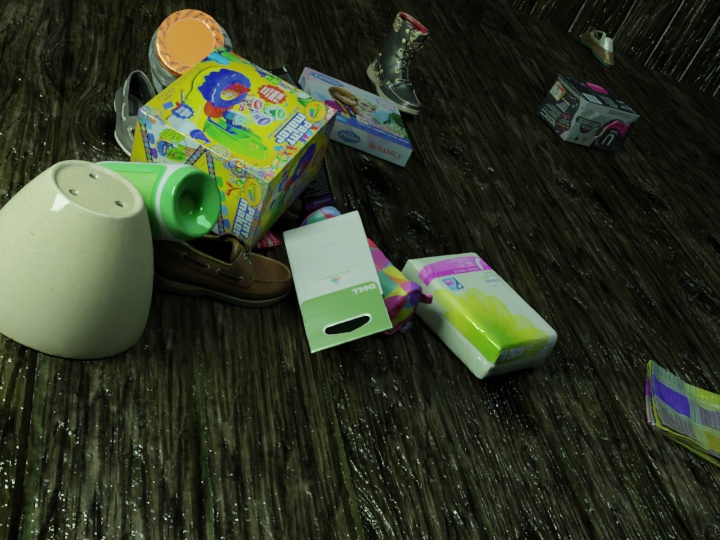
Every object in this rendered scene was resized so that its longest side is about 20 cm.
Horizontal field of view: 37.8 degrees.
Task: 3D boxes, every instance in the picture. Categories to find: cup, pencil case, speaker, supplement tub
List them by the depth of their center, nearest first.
[{"bbox_3d":[-0.298,-0.028,1.103,0.198,0.144,0.201,22,27,-12],"label":"cup"},{"bbox_3d":[-0.251,-0.081,1.212,0.198,0.090,0.088,7,8,41],"label":"speaker"},{"bbox_3d":[0.000,0.000,1.410,0.200,0.089,0.088,43,30,25],"label":"pencil case"},{"bbox_3d":[-0.246,-0.297,1.541,0.121,0.124,0.200,27,-13,-3],"label":"supplement tub"}]

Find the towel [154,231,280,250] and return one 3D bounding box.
[{"bbox_3d":[-0.215,-0.075,1.398,0.198,0.023,0.145,-3,42,-47],"label":"towel"}]

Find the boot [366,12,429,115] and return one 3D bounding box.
[{"bbox_3d":[0.090,-0.422,2.146,0.072,0.152,0.201,11,31,-30],"label":"boot"}]

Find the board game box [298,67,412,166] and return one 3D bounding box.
[{"bbox_3d":[-0.013,-0.284,1.932,0.197,0.041,0.201,19,29,-20],"label":"board game box"}]

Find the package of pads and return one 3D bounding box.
[{"bbox_3d":[0.165,0.060,1.482,0.153,0.069,0.200,-5,43,-46],"label":"package of pads"}]

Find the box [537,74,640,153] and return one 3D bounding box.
[{"bbox_3d":[0.555,-0.377,2.560,0.198,0.116,0.133,5,36,-37],"label":"box"}]

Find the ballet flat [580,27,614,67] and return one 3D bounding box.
[{"bbox_3d":[0.792,-0.746,3.470,0.067,0.073,0.201,15,30,-26],"label":"ballet flat"}]

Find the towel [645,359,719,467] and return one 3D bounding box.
[{"bbox_3d":[0.495,0.215,1.583,0.142,0.023,0.200,29,27,0],"label":"towel"}]

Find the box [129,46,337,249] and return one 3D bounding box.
[{"bbox_3d":[-0.165,-0.162,1.374,0.191,0.123,0.201,29,42,7],"label":"box"}]

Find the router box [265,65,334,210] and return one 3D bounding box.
[{"bbox_3d":[-0.096,-0.201,1.566,0.050,0.151,0.201,-16,32,-7],"label":"router box"}]

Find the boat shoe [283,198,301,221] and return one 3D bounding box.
[{"bbox_3d":[-0.150,-0.153,1.511,0.200,0.068,0.072,41,6,21],"label":"boat shoe"}]

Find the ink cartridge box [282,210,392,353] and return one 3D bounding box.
[{"bbox_3d":[-0.026,0.026,1.296,0.102,0.060,0.202,-15,48,-2],"label":"ink cartridge box"}]

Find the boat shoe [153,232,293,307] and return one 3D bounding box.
[{"bbox_3d":[-0.158,-0.005,1.281,0.198,0.069,0.072,4,35,-40],"label":"boat shoe"}]

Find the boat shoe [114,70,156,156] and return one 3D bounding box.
[{"bbox_3d":[-0.317,-0.222,1.513,0.066,0.057,0.201,12,31,-30],"label":"boat shoe"}]
